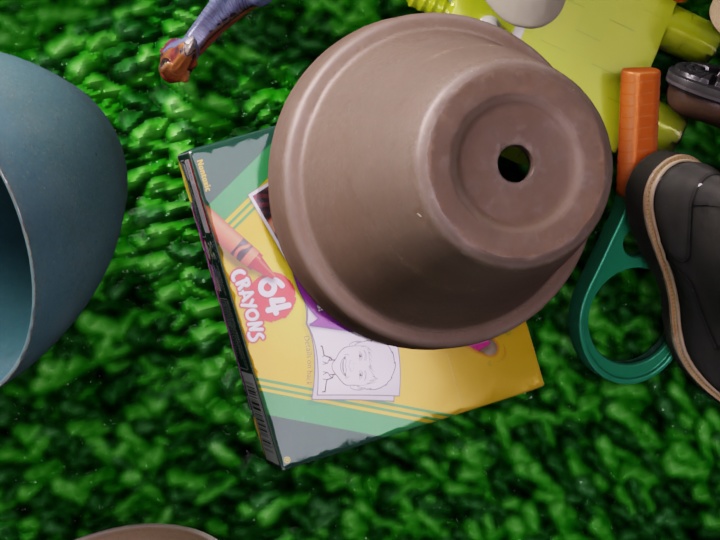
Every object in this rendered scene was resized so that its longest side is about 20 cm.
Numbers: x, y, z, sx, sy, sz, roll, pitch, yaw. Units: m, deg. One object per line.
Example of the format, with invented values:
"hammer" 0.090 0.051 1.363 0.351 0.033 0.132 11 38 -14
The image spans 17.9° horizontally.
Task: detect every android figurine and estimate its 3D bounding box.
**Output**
"android figurine" 0.125 -0.153 1.435 0.200 0.041 0.182 25 85 -13

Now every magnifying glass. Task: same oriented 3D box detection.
"magnifying glass" 0.171 -0.027 1.433 0.079 0.022 0.200 -4 106 -21

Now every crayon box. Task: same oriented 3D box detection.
"crayon box" 0.000 0.000 1.397 0.172 0.058 0.200 -17 94 -12

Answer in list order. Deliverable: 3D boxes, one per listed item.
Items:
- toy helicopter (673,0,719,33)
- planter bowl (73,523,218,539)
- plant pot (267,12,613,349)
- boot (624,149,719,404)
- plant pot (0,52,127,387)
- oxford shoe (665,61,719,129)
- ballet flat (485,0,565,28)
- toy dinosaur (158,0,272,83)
"toy helicopter" 0.284 -0.176 1.430 0.132 0.079 0.200 33 40 24
"planter bowl" -0.133 0.262 1.316 0.200 0.200 0.135 -31 123 -11
"plant pot" 0.062 -0.056 1.296 0.200 0.175 0.201 1 87 -16
"boot" 0.247 0.026 1.392 0.077 0.138 0.200 -42 119 -15
"plant pot" -0.210 -0.044 1.300 0.135 0.200 0.200 -30 98 -45
"oxford shoe" 0.267 -0.067 1.441 0.200 0.073 0.085 26 105 -21
"ballet flat" 0.089 -0.247 1.385 0.069 0.069 0.200 -5 72 -12
"toy dinosaur" -0.047 -0.185 1.376 0.200 0.105 0.182 17 107 -24
